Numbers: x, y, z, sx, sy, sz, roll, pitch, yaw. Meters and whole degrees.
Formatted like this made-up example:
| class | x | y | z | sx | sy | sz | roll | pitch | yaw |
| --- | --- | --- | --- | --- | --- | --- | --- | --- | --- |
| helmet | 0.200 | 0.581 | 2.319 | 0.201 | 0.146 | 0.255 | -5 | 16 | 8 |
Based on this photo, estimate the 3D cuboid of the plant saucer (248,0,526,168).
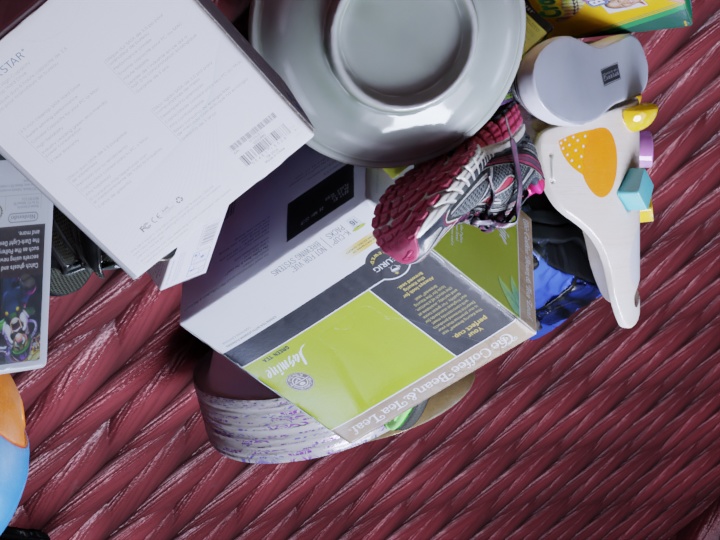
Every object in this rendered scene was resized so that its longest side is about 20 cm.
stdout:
| class | x | y | z | sx | sy | sz | roll | pitch | yaw |
| --- | --- | --- | --- | --- | --- | --- | --- | --- | --- |
| plant saucer | 0.024 | -0.166 | 1.521 | 0.200 | 0.200 | 0.050 | -35 | -162 | -4 |

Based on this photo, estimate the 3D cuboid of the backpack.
| class | x | y | z | sx | sy | sz | roll | pitch | yaw |
| --- | --- | --- | --- | --- | --- | --- | --- | --- | --- |
| backpack | 0.111 | -0.017 | 1.966 | 0.168 | 0.163 | 0.200 | -38 | 159 | 12 |

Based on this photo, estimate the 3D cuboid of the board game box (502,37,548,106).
| class | x | y | z | sx | sy | sz | roll | pitch | yaw |
| --- | --- | --- | --- | --- | --- | --- | --- | --- | --- |
| board game box | 0.087 | -0.156 | 1.832 | 0.200 | 0.032 | 0.120 | -24 | 152 | -29 |

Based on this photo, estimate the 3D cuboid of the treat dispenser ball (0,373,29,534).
| class | x | y | z | sx | sy | sz | roll | pitch | yaw |
| --- | --- | --- | --- | --- | --- | --- | --- | --- | --- |
| treat dispenser ball | -0.331 | 0.125 | 1.541 | 0.200 | 0.201 | 0.201 | -30 | 157 | -14 |

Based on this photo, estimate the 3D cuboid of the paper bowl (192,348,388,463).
| class | x | y | z | sx | sy | sz | roll | pitch | yaw |
| --- | --- | --- | --- | --- | --- | --- | --- | --- | --- |
| paper bowl | -0.047 | 0.079 | 1.921 | 0.200 | 0.105 | 0.201 | -13 | -162 | 4 |

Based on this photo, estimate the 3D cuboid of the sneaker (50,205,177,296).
| class | x | y | z | sx | sy | sz | roll | pitch | yaw |
| --- | --- | --- | --- | --- | --- | --- | --- | --- | --- |
| sneaker | -0.193 | -0.020 | 1.580 | 0.076 | 0.114 | 0.200 | -20 | 154 | -31 |

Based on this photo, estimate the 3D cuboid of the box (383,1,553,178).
| class | x | y | z | sx | sy | sz | roll | pitch | yaw |
| --- | --- | --- | --- | --- | --- | --- | --- | --- | --- |
| box | 0.062 | -0.151 | 1.656 | 0.200 | 0.075 | 0.050 | -45 | 179 | -44 |

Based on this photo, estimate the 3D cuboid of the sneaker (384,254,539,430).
| class | x | y | z | sx | sy | sz | roll | pitch | yaw |
| --- | --- | --- | --- | --- | --- | --- | --- | --- | --- |
| sneaker | 0.084 | 0.052 | 1.827 | 0.084 | 0.077 | 0.200 | 35 | 87 | -24 |

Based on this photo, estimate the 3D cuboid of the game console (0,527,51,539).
| class | x | y | z | sx | sy | sz | roll | pitch | yaw |
| --- | --- | --- | --- | --- | --- | --- | --- | --- | --- |
| game console | -0.327 | 0.292 | 1.989 | 0.172 | 0.119 | 0.200 | -41 | 157 | 10 |

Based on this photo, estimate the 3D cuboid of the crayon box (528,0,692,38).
| class | x | y | z | sx | sy | sz | roll | pitch | yaw |
| --- | --- | --- | --- | --- | --- | --- | --- | --- | --- |
| crayon box | 0.182 | -0.242 | 1.690 | 0.118 | 0.058 | 0.200 | -5 | 163 | 15 |

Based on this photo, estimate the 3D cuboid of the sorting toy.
| class | x | y | z | sx | sy | sz | roll | pitch | yaw |
| --- | --- | --- | --- | --- | --- | --- | --- | --- | --- |
| sorting toy | 0.198 | -0.049 | 1.817 | 0.106 | 0.181 | 0.200 | -11 | -169 | 1 |

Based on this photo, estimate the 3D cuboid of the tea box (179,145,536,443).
| class | x | y | z | sx | sy | sz | roll | pitch | yaw |
| --- | --- | --- | --- | --- | --- | --- | --- | --- | --- |
| tea box | 0.000 | 0.000 | 1.714 | 0.200 | 0.134 | 0.197 | -32 | 125 | 29 |

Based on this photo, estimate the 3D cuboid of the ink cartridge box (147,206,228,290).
| class | x | y | z | sx | sy | sz | roll | pitch | yaw |
| --- | --- | --- | --- | --- | --- | --- | --- | --- | --- |
| ink cartridge box | -0.131 | -0.083 | 1.570 | 0.044 | 0.094 | 0.200 | -22 | 154 | -30 |

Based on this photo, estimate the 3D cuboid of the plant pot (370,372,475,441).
| class | x | y | z | sx | sy | sz | roll | pitch | yaw |
| --- | --- | --- | --- | --- | --- | --- | --- | --- | --- |
| plant pot | 0.004 | 0.103 | 2.009 | 0.200 | 0.200 | 0.028 | -24 | 112 | -28 |

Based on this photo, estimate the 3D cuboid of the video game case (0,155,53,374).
| class | x | y | z | sx | sy | sz | roll | pitch | yaw |
| --- | --- | --- | --- | --- | --- | --- | --- | --- | --- |
| video game case | -0.280 | -0.016 | 1.438 | 0.200 | 0.023 | 0.183 | -7 | 104 | -51 |

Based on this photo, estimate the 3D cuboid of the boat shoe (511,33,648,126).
| class | x | y | z | sx | sy | sz | roll | pitch | yaw |
| --- | --- | --- | --- | --- | --- | --- | --- | --- | --- |
| boat shoe | 0.156 | -0.150 | 1.718 | 0.066 | 0.070 | 0.200 | -7 | -170 | 31 |

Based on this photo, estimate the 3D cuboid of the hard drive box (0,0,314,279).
| class | x | y | z | sx | sy | sz | roll | pitch | yaw |
| --- | --- | --- | --- | --- | --- | --- | --- | --- | --- |
| hard drive box | -0.151 | -0.116 | 1.383 | 0.156 | 0.077 | 0.200 | -38 | 129 | 6 |

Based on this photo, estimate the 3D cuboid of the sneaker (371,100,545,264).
| class | x | y | z | sx | sy | sz | roll | pitch | yaw |
| --- | --- | --- | --- | --- | --- | --- | --- | --- | --- |
| sneaker | 0.080 | -0.055 | 1.590 | 0.080 | 0.075 | 0.200 | -22 | -167 | 39 |
